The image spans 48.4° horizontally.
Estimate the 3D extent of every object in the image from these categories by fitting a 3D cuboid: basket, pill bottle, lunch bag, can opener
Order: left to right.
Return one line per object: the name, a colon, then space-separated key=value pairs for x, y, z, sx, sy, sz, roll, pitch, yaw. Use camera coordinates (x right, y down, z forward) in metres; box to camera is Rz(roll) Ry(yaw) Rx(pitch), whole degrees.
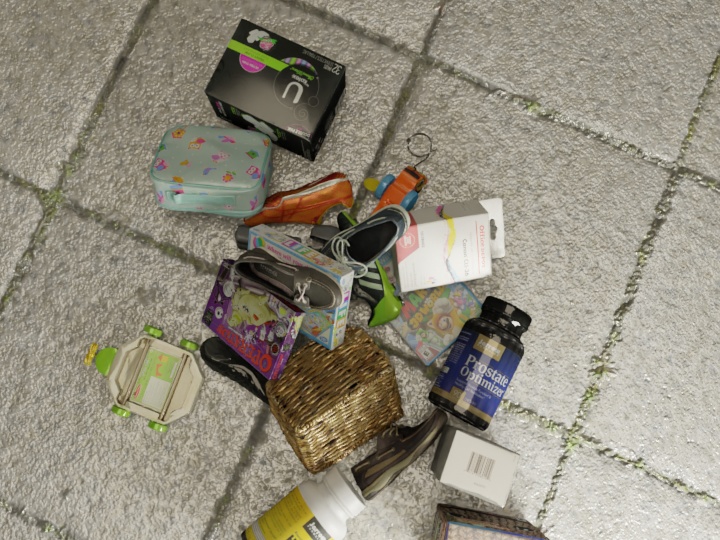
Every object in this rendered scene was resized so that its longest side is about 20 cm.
lunch bag: x=-0.252 y=-0.165 z=1.352 sx=0.197 sy=0.078 sz=0.162 roll=5 pitch=51 yaw=2
can opener: x=-0.115 y=-0.054 z=1.381 sx=0.197 sy=0.053 sz=0.068 roll=13 pitch=69 yaw=2
pill bottle: x=-0.092 y=0.411 z=1.285 sx=0.199 sy=0.111 sz=0.112 roll=-40 pitch=84 yaw=-5
basket: x=-0.047 y=0.207 z=1.318 sx=0.199 sy=0.150 sz=0.143 roll=-32 pitch=50 yaw=-16
pill bottle: x=0.201 y=0.150 z=1.319 sx=0.111 sy=0.112 sz=0.202 roll=27 pitch=84 yaw=4

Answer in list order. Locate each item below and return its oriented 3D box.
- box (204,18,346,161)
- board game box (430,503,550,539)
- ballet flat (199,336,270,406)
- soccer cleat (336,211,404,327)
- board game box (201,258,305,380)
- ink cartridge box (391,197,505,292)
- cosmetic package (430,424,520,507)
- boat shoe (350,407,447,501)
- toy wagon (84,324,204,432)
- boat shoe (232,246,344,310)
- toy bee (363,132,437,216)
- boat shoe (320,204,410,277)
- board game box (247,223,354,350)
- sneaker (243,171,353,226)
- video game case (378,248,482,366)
box: x=-0.142 y=-0.307 z=1.378 sx=0.198 sy=0.124 sz=0.150 roll=25 pitch=82 yaw=2
board game box: x=0.195 y=0.436 z=1.235 sx=0.157 sy=0.200 sz=0.098 roll=10 pitch=82 yaw=1
ballet flat: x=-0.182 y=0.174 z=1.356 sx=0.199 sy=0.057 sz=0.067 roll=34 pitch=69 yaw=-2
soccer cleat: x=0.000 y=0.000 z=1.334 sx=0.080 sy=0.068 sz=0.202 roll=-28 pitch=96 yaw=0
board game box: x=-0.179 y=0.076 z=1.303 sx=0.199 sy=0.032 sz=0.121 roll=32 pitch=110 yaw=38
ink cartridge box: x=0.151 y=-0.045 z=1.327 sx=0.197 sy=0.068 sz=0.118 roll=-11 pitch=115 yaw=-5
cosmetic package: x=0.175 y=0.300 z=1.254 sx=0.106 sy=0.200 sz=0.086 roll=20 pitch=81 yaw=5
boat shoe: x=0.057 y=0.288 z=1.299 sx=0.200 sy=0.074 sz=0.073 roll=-46 pitch=78 yaw=13
toy wagon: x=-0.367 y=0.173 z=1.355 sx=0.198 sy=0.040 sz=0.157 roll=21 pitch=82 yaw=4
boat shoe: x=-0.116 y=0.020 z=1.244 sx=0.198 sy=0.057 sz=0.068 roll=24 pitch=123 yaw=32
toy bee: x=0.080 y=-0.131 z=1.373 sx=0.199 sy=0.108 sz=0.132 roll=-36 pitch=83 yaw=23
boat shoe: x=-0.007 y=-0.030 z=1.267 sx=0.199 sy=0.062 sz=0.075 roll=-30 pitch=98 yaw=25
board game box: x=-0.105 y=0.025 z=1.300 sx=0.199 sy=0.034 sz=0.136 roll=27 pitch=123 yaw=29
sneaker: x=-0.107 y=-0.105 z=1.378 sx=0.197 sy=0.073 sz=0.078 roll=-16 pitch=108 yaw=8
video game case: x=0.101 y=0.042 z=1.381 sx=0.143 sy=0.018 sz=0.200 roll=-41 pitch=84 yaw=-4
